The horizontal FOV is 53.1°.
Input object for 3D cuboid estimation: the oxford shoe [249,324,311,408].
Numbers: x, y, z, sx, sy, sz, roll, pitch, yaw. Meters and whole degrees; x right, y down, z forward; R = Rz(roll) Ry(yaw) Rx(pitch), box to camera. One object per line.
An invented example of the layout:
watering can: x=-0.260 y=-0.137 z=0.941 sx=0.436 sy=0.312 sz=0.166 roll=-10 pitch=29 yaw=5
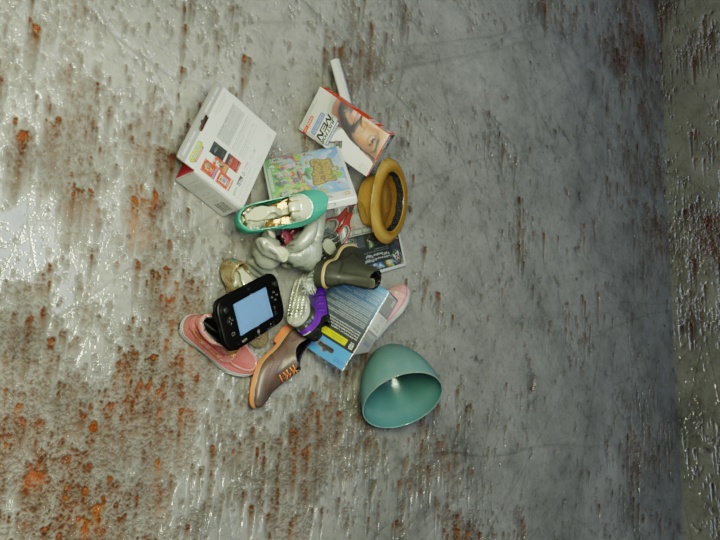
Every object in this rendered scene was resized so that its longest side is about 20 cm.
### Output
oxford shoe: x=-0.169 y=0.206 z=1.521 sx=0.072 sy=0.071 sz=0.203 roll=74 pitch=37 yaw=-52

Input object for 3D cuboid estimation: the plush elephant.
plush elephant: x=-0.165 y=-0.053 z=1.520 sx=0.151 sy=0.164 sz=0.205 roll=13 pitch=61 yaw=-26

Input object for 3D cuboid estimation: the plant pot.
plant pot: x=0.081 y=0.256 z=1.708 sx=0.198 sy=0.200 sz=0.136 roll=25 pitch=29 yaw=-37

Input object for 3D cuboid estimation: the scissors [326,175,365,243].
scissors: x=-0.022 y=-0.143 z=1.735 sx=0.073 sy=0.014 sz=0.201 roll=47 pitch=62 yaw=-18

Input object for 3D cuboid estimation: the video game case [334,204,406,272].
video game case: x=0.026 y=-0.084 z=1.801 sx=0.197 sy=0.023 sz=0.187 roll=-15 pitch=93 yaw=-44

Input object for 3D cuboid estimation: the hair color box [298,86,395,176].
hair color box: x=-0.032 y=-0.319 z=1.652 sx=0.198 sy=0.112 sz=0.064 roll=35 pitch=17 yaw=8

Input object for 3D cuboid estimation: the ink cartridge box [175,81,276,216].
ink cartridge box: x=-0.290 y=-0.250 z=1.485 sx=0.175 sy=0.083 sz=0.204 roll=39 pitch=58 yaw=-32

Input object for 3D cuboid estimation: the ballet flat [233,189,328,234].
ballet flat: x=-0.154 y=-0.114 z=1.420 sx=0.195 sy=0.070 sz=0.069 roll=-15 pitch=91 yaw=-5

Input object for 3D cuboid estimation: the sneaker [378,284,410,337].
sneaker: x=0.044 y=0.076 z=1.754 sx=0.201 sy=0.074 sz=0.106 roll=-47 pitch=120 yaw=-32

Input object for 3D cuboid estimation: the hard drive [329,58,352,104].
hard drive: x=-0.031 y=-0.398 z=1.740 sx=0.132 sy=0.026 sz=0.205 roll=-69 pitch=144 yaw=-83

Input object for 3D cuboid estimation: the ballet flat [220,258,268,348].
ballet flat: x=-0.233 y=0.070 z=1.501 sx=0.070 sy=0.064 sz=0.204 roll=-36 pitch=108 yaw=-40

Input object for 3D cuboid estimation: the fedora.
fedora: x=0.046 y=-0.169 z=1.748 sx=0.199 sy=0.080 sz=0.207 roll=-12 pitch=104 yaw=-58

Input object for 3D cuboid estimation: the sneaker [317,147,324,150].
sneaker: x=-0.076 y=-0.212 z=1.650 sx=0.079 sy=0.129 sz=0.204 roll=39 pitch=59 yaw=-30

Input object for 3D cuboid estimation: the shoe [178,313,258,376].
shoe: x=-0.266 y=0.151 z=1.440 sx=0.199 sy=0.090 sz=0.073 roll=40 pitch=58 yaw=-31

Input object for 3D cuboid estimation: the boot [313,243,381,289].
boot: x=0.000 y=0.000 z=1.540 sx=0.200 sy=0.135 sz=0.080 roll=-44 pitch=135 yaw=-59

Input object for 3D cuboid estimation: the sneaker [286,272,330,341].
sneaker: x=-0.103 y=0.079 z=1.590 sx=0.100 sy=0.069 sz=0.202 roll=48 pitch=31 yaw=-27

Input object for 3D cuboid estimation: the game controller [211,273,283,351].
game controller: x=-0.217 y=0.080 z=1.421 sx=0.199 sy=0.041 sz=0.107 roll=-31 pitch=104 yaw=-56

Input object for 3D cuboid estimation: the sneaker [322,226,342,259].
sneaker: x=-0.068 y=-0.045 z=1.670 sx=0.076 sy=0.089 sz=0.202 roll=-36 pitch=137 yaw=-8

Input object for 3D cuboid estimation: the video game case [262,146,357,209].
video game case: x=-0.112 y=-0.192 z=1.542 sx=0.177 sy=0.202 sz=0.022 roll=-12 pitch=132 yaw=-6

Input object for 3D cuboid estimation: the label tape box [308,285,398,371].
label tape box: x=-0.028 y=0.114 z=1.621 sx=0.203 sy=0.142 sz=0.063 roll=-58 pitch=148 yaw=-7
